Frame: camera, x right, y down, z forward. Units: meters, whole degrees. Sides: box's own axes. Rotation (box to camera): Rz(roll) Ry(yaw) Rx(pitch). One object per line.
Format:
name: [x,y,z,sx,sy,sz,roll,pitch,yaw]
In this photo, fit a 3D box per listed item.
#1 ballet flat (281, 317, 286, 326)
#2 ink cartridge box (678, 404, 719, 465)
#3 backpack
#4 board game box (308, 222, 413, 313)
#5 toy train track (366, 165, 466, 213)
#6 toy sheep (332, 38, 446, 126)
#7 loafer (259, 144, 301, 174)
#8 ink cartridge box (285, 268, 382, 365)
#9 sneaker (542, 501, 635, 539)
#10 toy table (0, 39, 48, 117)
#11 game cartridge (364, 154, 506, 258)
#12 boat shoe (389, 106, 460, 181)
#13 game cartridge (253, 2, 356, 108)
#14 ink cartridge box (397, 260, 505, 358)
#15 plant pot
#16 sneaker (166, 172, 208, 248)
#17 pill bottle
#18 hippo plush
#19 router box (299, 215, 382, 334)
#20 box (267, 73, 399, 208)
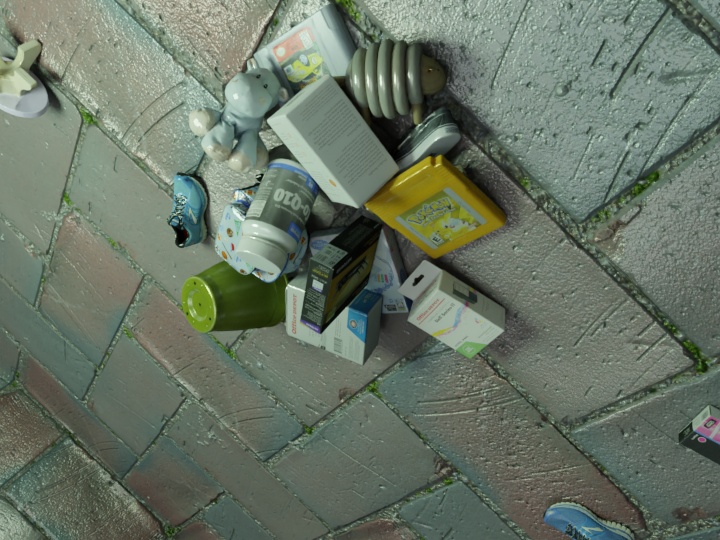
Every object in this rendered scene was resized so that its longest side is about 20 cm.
ballet flat: [-0.183,0.112,1.343,0.199,0.064,0.076,11,125,25]
ink cartridge box: [0.708,0.332,0.983,0.199,0.037,0.095,26,129,11]
backpack: [-0.213,-0.074,1.176,0.190,0.154,0.201,34,131,13]
board game box: [0.000,0.000,1.178,0.199,0.043,0.200,-4,117,32]
toy train track: [0.101,-0.158,1.012,0.199,0.115,0.033,-18,68,25]
toy sheep: [0.044,-0.316,0.898,0.198,0.138,0.139,-2,120,10]
loafer: [-0.146,-0.232,1.108,0.199,0.070,0.070,7,158,41]
ink cartridge box: [-0.060,0.102,1.194,0.199,0.086,0.147,20,128,21]
sneaker: [0.519,0.603,1.227,0.199,0.089,0.079,16,125,22]
toy table: [-0.856,-0.478,1.301,0.199,0.184,0.117,32,147,-7]
game cartridge: [0.136,-0.109,0.980,0.200,0.033,0.176,32,138,-32]
boat shoe: [0.098,-0.221,0.970,0.200,0.071,0.068,-36,64,54]
game cartridge: [-0.098,-0.384,0.999,0.199,0.041,0.134,-16,114,36]
ink cartridge box: [0.177,0.080,1.083,0.199,0.067,0.117,31,131,-7]
plant pot: [-0.302,0.059,1.256,0.199,0.192,0.202,10,106,36]
sneaker: [-0.426,-0.140,1.307,0.078,0.090,0.201,17,125,20]
pill bottle: [-0.161,-0.104,1.044,0.113,0.201,0.114,18,163,6]
hippo plush: [-0.202,-0.293,1.021,0.161,0.200,0.160,-36,99,34]
router box: [-0.036,0.005,1.042,0.052,0.200,0.158,26,128,16]
box: [-0.051,-0.225,0.956,0.200,0.106,0.152,49,172,-23]
